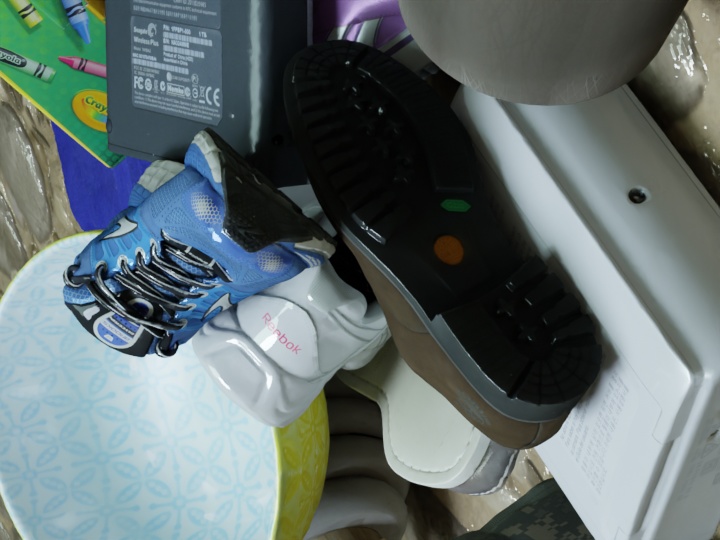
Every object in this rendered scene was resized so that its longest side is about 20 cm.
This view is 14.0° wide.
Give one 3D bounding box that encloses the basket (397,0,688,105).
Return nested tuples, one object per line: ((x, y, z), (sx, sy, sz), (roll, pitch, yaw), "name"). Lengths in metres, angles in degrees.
((0.077, -0.162, 1.083), (0.180, 0.136, 0.200), (26, 150, 12), "basket")

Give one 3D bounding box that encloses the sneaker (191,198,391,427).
((0.000, 0.000, 1.356), (0.078, 0.200, 0.099), (46, 116, -6), "sneaker")

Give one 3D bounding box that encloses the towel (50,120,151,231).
((-0.128, -0.091, 1.707), (0.200, 0.049, 0.149), (1, 104, 66), "towel")

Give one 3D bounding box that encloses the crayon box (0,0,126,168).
((-0.183, -0.150, 1.453), (0.200, 0.058, 0.119), (42, -172, -28), "crayon box")

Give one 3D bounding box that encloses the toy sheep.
((-0.037, 0.106, 1.571), (0.200, 0.137, 0.138), (60, 156, 29), "toy sheep")

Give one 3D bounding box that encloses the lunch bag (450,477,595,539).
((0.115, 0.222, 1.351), (0.164, 0.117, 0.201), (29, 141, 56), "lunch bag")

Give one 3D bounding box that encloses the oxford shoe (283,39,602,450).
((0.022, -0.007, 1.234), (0.201, 0.072, 0.085), (60, 158, 21), "oxford shoe")

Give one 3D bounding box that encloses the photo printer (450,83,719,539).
((0.098, 0.006, 1.258), (0.200, 0.069, 0.167), (56, 154, 29), "photo printer")

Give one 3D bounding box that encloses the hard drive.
((-0.070, -0.145, 1.308), (0.139, 0.033, 0.201), (16, 110, 54), "hard drive")

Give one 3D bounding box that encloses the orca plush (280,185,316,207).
((-0.042, -0.045, 1.524), (0.200, 0.105, 0.071), (50, -178, 31), "orca plush")

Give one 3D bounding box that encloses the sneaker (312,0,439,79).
((0.002, -0.135, 1.294), (0.200, 0.073, 0.115), (-32, 90, 40), "sneaker")

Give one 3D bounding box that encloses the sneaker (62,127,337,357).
((-0.074, 0.000, 1.253), (0.078, 0.089, 0.200), (41, 165, -8), "sneaker")

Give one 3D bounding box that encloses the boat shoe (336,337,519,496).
((0.043, 0.063, 1.392), (0.059, 0.072, 0.200), (31, -176, -20), "boat shoe")

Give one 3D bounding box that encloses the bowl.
((-0.082, 0.071, 1.453), (0.199, 0.107, 0.201), (10, 107, 37), "bowl")
